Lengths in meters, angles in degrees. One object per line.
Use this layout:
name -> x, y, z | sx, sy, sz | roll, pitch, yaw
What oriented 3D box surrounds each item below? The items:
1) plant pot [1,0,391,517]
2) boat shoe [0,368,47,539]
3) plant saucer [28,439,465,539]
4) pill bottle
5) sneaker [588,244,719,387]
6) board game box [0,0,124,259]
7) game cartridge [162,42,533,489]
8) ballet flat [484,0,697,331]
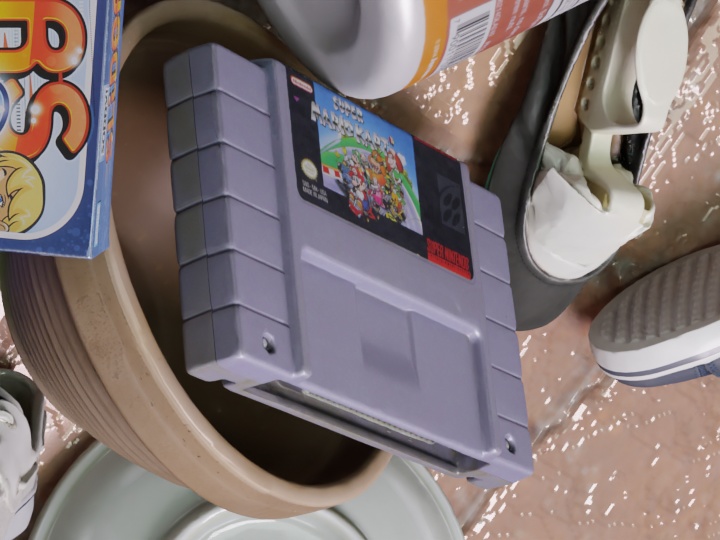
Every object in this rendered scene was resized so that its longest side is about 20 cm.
plant pot -> -0.072, 0.005, 1.069 | 0.093, 0.201, 0.201 | -21, 129, 30
boat shoe -> -0.155, 0.075, 1.047 | 0.071, 0.200, 0.070 | 16, 99, 5
plant saucer -> -0.043, 0.145, 1.155 | 0.200, 0.050, 0.201 | 1, 85, -12
pill bottle -> 0.059, -0.153, 1.077 | 0.200, 0.112, 0.112 | -27, 122, -27
sneaker -> 0.199, 0.020, 1.251 | 0.200, 0.078, 0.080 | -25, 115, -16
board game box -> -0.145, -0.110, 0.931 | 0.135, 0.034, 0.201 | 5, 99, 5
game cartridge -> 0.000, 0.000, 1.054 | 0.200, 0.038, 0.130 | 25, 57, -52
ballet flat -> 0.097, -0.057, 1.172 | 0.068, 0.068, 0.200 | 3, 111, -28
